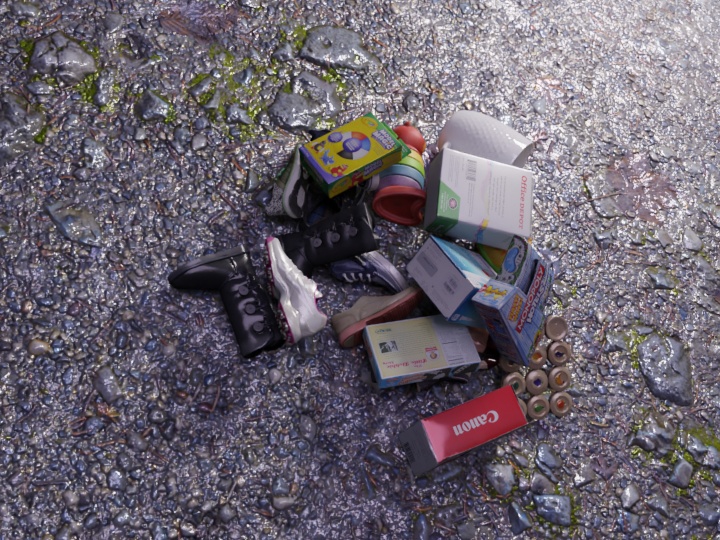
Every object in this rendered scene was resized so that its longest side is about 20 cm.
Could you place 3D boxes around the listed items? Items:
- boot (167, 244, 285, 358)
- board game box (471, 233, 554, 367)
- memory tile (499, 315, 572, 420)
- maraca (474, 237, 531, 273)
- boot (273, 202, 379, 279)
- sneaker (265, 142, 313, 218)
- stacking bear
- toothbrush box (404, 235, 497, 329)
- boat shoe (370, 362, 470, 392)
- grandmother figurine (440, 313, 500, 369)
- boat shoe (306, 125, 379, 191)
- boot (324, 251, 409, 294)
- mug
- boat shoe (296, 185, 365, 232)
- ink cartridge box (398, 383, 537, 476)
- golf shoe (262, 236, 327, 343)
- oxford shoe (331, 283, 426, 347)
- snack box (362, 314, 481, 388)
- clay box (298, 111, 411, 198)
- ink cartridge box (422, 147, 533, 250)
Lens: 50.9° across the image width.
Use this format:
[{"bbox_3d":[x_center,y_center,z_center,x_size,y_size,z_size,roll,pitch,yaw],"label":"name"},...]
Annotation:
[{"bbox_3d":[-0.242,0.069,1.388,0.163,0.066,0.203,-21,79,-22],"label":"boot"},{"bbox_3d":[0.285,0.049,1.382,0.061,0.199,0.203,18,79,37],"label":"board game box"},{"bbox_3d":[0.345,0.195,1.490,0.150,0.017,0.204,-5,92,-12],"label":"memory tile"},{"bbox_3d":[0.306,-0.041,1.578,0.136,0.107,0.203,-20,84,-29],"label":"maraca"},{"bbox_3d":[-0.055,-0.020,1.432,0.197,0.066,0.168,-17,77,7],"label":"boot"},{"bbox_3d":[-0.148,-0.183,1.522,0.087,0.077,0.202,-9,44,20],"label":"sneaker"},{"bbox_3d":[0.089,-0.215,1.585,0.112,0.122,0.203,9,62,-2],"label":"stacking bear"},{"bbox_3d":[0.200,0.029,1.450,0.199,0.086,0.147,18,29,-51],"label":"toothbrush box"},{"bbox_3d":[0.112,0.200,1.441,0.196,0.072,0.066,11,71,-8],"label":"boat shoe"},{"bbox_3d":[0.251,0.143,1.511,0.197,0.061,0.123,19,73,-5],"label":"grandmother figurine"},{"bbox_3d":[-0.041,-0.224,1.539,0.091,0.076,0.201,-8,40,-26],"label":"boat shoe"},{"bbox_3d":[0.000,0.000,1.498,0.200,0.073,0.090,42,77,6],"label":"boot"},{"bbox_3d":[0.245,-0.248,1.613,0.174,0.149,0.199,37,44,16],"label":"mug"},{"bbox_3d":[-0.052,-0.132,1.535,0.069,0.057,0.200,42,62,3],"label":"boat shoe"},{"bbox_3d":[0.193,0.284,1.367,0.197,0.176,0.085,-17,73,-23],"label":"ink cartridge box"},{"bbox_3d":[-0.122,0.030,1.376,0.090,0.075,0.203,-14,74,-16],"label":"golf shoe"},{"bbox_3d":[0.035,0.068,1.453,0.198,0.071,0.074,-27,61,-9],"label":"oxford shoe"},{"bbox_3d":[0.113,0.146,1.408,0.196,0.037,0.117,-7,53,-15],"label":"snack box"},{"bbox_3d":[-0.008,-0.233,1.474,0.198,0.048,0.115,-30,59,-17],"label":"clay box"},{"bbox_3d":[0.231,-0.136,1.478,0.196,0.088,0.148,11,71,-12],"label":"ink cartridge box"}]
